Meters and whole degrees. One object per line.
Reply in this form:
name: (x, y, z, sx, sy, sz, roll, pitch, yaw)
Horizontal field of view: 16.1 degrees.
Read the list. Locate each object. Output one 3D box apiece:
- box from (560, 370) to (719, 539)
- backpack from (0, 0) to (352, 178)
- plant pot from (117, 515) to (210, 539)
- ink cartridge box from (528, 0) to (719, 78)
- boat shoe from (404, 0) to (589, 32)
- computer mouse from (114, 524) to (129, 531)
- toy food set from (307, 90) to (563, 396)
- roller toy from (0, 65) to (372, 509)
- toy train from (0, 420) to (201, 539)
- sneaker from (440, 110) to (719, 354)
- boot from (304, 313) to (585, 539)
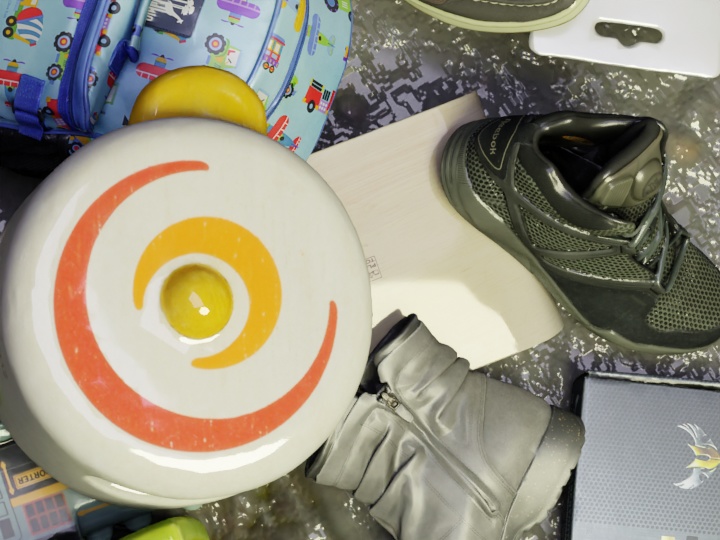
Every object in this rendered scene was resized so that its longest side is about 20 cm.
box: (0.188, 0.162, 1.402, 0.157, 0.051, 0.201, 7, 80, -3)
backpack: (-0.114, -0.127, 1.350, 0.199, 0.135, 0.183, 17, 78, 20)
plant pot: (-0.137, 0.247, 1.288, 0.181, 0.200, 0.200, -19, 84, -2)
ink cartridge box: (0.155, -0.205, 1.449, 0.115, 0.067, 0.201, 8, 80, -3)
boat shoe: (0.032, -0.184, 1.400, 0.200, 0.066, 0.072, 21, 86, 24)
computer mouse: (-0.209, 0.070, 1.380, 0.199, 0.046, 0.141, 0, 81, -6)
toy food set: (0.000, 0.000, 1.413, 0.199, 0.060, 0.144, -21, 95, -7)
roller toy: (-0.089, 0.020, 1.236, 0.200, 0.140, 0.183, -44, 95, -17)
toy train: (-0.137, 0.084, 1.333, 0.199, 0.085, 0.115, -18, 90, -16)
sneaker: (0.147, -0.020, 1.374, 0.199, 0.114, 0.076, 39, 65, -24)
boot: (0.023, 0.135, 1.369, 0.131, 0.070, 0.201, 28, 78, -13)
